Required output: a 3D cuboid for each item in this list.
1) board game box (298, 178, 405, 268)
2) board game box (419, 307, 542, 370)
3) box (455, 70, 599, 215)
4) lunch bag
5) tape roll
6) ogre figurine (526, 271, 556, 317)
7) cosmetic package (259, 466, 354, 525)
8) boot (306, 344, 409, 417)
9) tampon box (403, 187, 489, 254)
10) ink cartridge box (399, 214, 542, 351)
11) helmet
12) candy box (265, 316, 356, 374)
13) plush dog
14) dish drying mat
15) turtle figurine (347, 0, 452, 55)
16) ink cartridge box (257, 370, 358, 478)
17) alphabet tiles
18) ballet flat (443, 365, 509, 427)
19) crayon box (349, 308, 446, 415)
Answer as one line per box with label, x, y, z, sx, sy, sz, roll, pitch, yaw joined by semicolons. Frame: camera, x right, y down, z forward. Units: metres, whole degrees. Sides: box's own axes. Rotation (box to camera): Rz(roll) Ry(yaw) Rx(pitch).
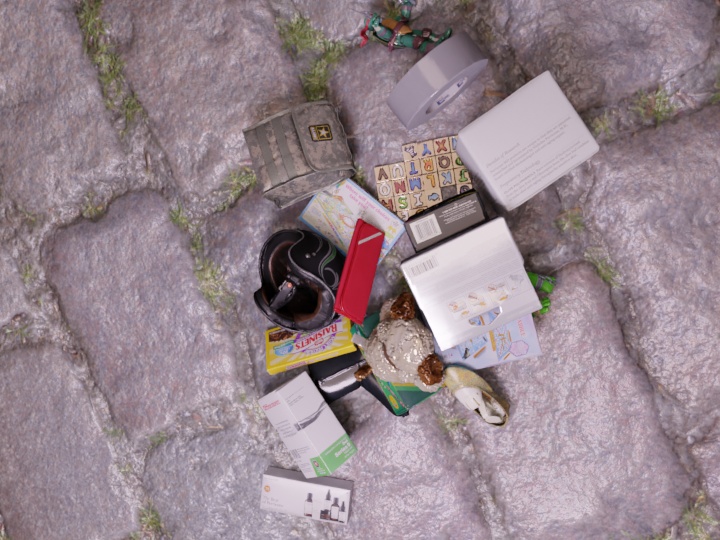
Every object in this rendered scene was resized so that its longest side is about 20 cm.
board game box;-0.014;-0.103;1.363;0.200;0.034;0.135;39;101;7
board game box;0.227;0.095;1.235;0.198;0.041;0.201;-15;117;13
box;0.303;-0.230;1.218;0.199;0.199;0.172;-35;88;7
lunch bag;-0.118;-0.243;1.319;0.199;0.118;0.165;-22;73;11
tape roll;0.146;-0.360;1.237;0.200;0.200;0.066;-39;88;10
ogre figurine;0.294;0.079;1.301;0.119;0.098;0.201;31;116;-11
cosmetic package;-0.118;0.495;1.421;0.198;0.051;0.083;7;94;9
boot;-0.007;0.247;1.368;0.167;0.076;0.201;-28;82;7
tampon box;0.178;-0.071;1.248;0.149;0.200;0.127;-23;96;10
ink cartridge box;0.195;0.023;1.138;0.199;0.044;0.175;-25;97;11
helmet;-0.117;0.014;1.317;0.198;0.191;0.202;1;121;2
candy box;-0.109;0.149;1.379;0.198;0.026;0.103;-18;54;11
plush dog;0.076;0.142;1.192;0.159;0.172;0.201;-21;77;-26
dish drying mat;0.000;0.000;1.276;0.018;0.077;0.202;-12;56;47
turtle figurine;0.078;-0.491;1.296;0.199;0.101;0.150;25;57;6
ink cartridge box;-0.114;0.324;1.353;0.084;0.146;0.201;-32;88;-31
alphabet tiles;0.132;-0.184;1.350;0.198;0.008;0.169;-9;93;10
ballet flat;0.235;0.256;1.283;0.071;0.071;0.200;-45;124;10
crayon box;0.080;0.175;1.314;0.118;0.058;0.201;-24;77;-29
